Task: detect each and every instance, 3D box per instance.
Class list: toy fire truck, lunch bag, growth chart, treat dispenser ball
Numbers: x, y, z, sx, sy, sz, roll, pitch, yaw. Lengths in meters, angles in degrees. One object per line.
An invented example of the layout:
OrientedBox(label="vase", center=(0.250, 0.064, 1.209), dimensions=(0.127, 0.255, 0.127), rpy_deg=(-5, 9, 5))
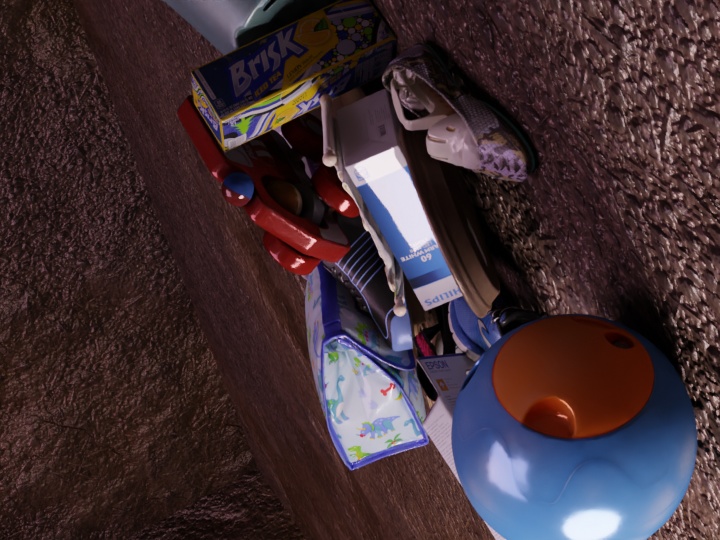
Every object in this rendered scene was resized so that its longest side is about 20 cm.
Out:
OrientedBox(label="toy fire truck", center=(-0.096, -0.092, 1.521), dimensions=(0.167, 0.112, 0.200), rpy_deg=(15, -145, -45))
OrientedBox(label="lunch bag", center=(-0.004, 0.091, 1.660), dimensions=(0.170, 0.127, 0.201), rpy_deg=(-102, -12, -53))
OrientedBox(label="growth chart", center=(0.004, -0.070, 1.451), dimensions=(0.145, 0.018, 0.201), rpy_deg=(-89, -24, -63))
OrientedBox(label="treat dispenser ball", center=(0.175, 0.136, 1.198), dimensions=(0.201, 0.200, 0.201), rpy_deg=(57, 165, 24))

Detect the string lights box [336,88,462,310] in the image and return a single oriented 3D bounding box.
OrientedBox(label="string lights box", center=(0.046, -0.069, 1.454), dimensions=(0.103, 0.059, 0.200), rpy_deg=(-98, -17, -52))

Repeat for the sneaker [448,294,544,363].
OrientedBox(label="sneaker", center=(0.152, 0.062, 1.451), dimensions=(0.200, 0.078, 0.090), rpy_deg=(-123, 36, -47))

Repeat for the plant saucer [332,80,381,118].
OrientedBox(label="plant saucer", center=(0.011, -0.147, 1.611), dimensions=(0.201, 0.029, 0.200), rpy_deg=(57, 166, 23))

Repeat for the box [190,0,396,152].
OrientedBox(label="box", center=(-0.067, -0.200, 1.465), dimensions=(0.070, 0.199, 0.064), rpy_deg=(57, 164, 21))

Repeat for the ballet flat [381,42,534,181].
OrientedBox(label="ballet flat", center=(0.079, -0.134, 1.327), dimensions=(0.200, 0.072, 0.072), rpy_deg=(51, 162, 40))

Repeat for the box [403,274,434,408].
OrientedBox(label="box", center=(0.065, 0.058, 1.718), dimensions=(0.200, 0.021, 0.164), rpy_deg=(-103, -1, -51))

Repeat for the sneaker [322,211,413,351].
OrientedBox(label="sneaker", center=(0.000, 0.000, 1.595), dimensions=(0.070, 0.077, 0.201), rpy_deg=(77, 176, -75))

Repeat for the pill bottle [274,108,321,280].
OrientedBox(label="pill bottle", center=(-0.049, -0.094, 1.759), dimensions=(0.112, 0.111, 0.201), rpy_deg=(87, 166, -59))

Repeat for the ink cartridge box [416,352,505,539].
OrientedBox(label="ink cartridge box", center=(0.147, 0.174, 1.468), dimensions=(0.196, 0.043, 0.200), rpy_deg=(1, -130, -55))

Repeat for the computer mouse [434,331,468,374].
OrientedBox(label="computer mouse", center=(0.114, 0.088, 1.666), dimensions=(0.110, 0.044, 0.200), rpy_deg=(60, 166, 19))

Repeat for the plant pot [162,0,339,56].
OrientedBox(label="plant pot", center=(-0.125, -0.320, 1.519), dimensions=(0.196, 0.200, 0.201), rpy_deg=(48, 162, 23))

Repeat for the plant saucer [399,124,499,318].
OrientedBox(label="plant saucer", center=(0.089, -0.052, 1.394), dimensions=(0.200, 0.029, 0.201), rpy_deg=(-22, -90, -80))

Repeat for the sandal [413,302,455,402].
OrientedBox(label="sandal", center=(0.078, 0.104, 1.536), dimensions=(0.075, 0.045, 0.201), rpy_deg=(81, -172, -48))
